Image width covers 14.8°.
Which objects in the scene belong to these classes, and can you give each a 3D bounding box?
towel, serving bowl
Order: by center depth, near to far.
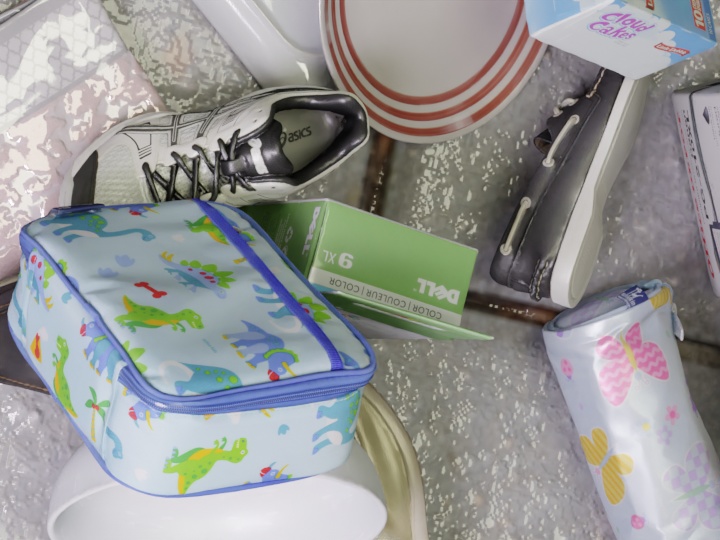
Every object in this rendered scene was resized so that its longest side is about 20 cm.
[{"bbox_3d":[-0.085,0.121,1.620,0.199,0.200,0.066,6,64,-22],"label":"serving bowl"},{"bbox_3d":[-0.199,-0.054,1.651,0.199,0.032,0.192,-32,102,-18],"label":"towel"}]

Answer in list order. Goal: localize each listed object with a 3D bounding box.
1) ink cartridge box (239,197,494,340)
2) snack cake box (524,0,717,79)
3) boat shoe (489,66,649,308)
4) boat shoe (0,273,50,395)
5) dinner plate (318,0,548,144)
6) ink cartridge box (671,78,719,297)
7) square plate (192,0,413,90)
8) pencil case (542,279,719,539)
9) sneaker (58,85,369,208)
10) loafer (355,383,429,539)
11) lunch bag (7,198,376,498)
[{"bbox_3d":[0.000,0.000,1.640,0.103,0.200,0.060,18,83,-21],"label":"ink cartridge box"},{"bbox_3d":[0.149,-0.232,1.719,0.115,0.067,0.202,17,59,-49],"label":"snack cake box"},{"bbox_3d":[0.139,-0.073,1.773,0.060,0.074,0.201,15,74,16],"label":"boat shoe"},{"bbox_3d":[-0.142,0.045,1.626,0.199,0.073,0.075,3,107,-34],"label":"boat shoe"},{"bbox_3d":[0.048,-0.180,1.731,0.199,0.024,0.202,-15,115,-35],"label":"dinner plate"},{"bbox_3d":[0.264,-0.052,1.745,0.084,0.200,0.146,-12,94,-2],"label":"ink cartridge box"},{"bbox_3d":[-0.029,-0.228,1.724,0.200,0.028,0.198,-44,105,-17],"label":"square plate"},{"bbox_3d":[0.187,0.107,1.780,0.090,0.083,0.201,-24,98,-35],"label":"pencil case"},{"bbox_3d":[-0.085,-0.068,1.638,0.199,0.087,0.076,-26,100,-27],"label":"sneaker"},{"bbox_3d":[0.002,0.158,1.707,0.068,0.076,0.201,-22,98,-27],"label":"loafer"},{"bbox_3d":[-0.094,0.037,1.528,0.160,0.200,0.083,-4,124,-31],"label":"lunch bag"}]
